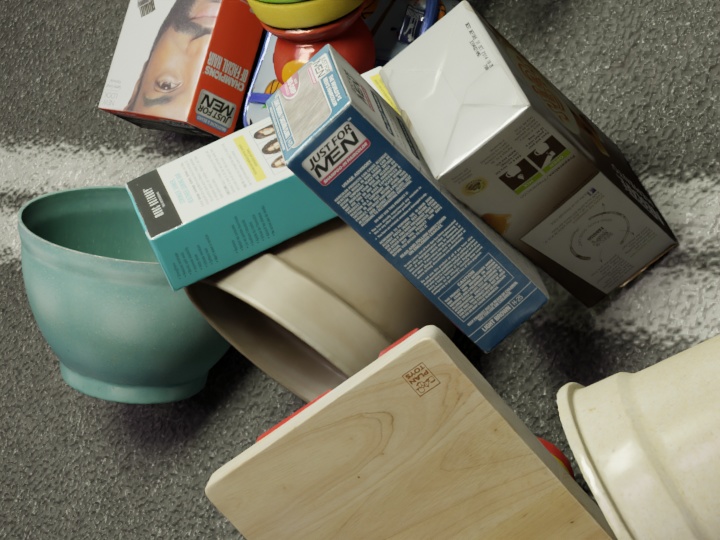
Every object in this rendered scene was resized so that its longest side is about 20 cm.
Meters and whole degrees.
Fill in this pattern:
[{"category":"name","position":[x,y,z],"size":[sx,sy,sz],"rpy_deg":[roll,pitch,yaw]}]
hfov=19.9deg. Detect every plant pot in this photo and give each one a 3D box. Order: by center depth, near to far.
[{"category":"plant pot","position":[0.243,0.103,1.181],"size":[0.183,0.200,0.201],"rpy_deg":[-35,49,13]},{"category":"plant pot","position":[0.000,0.000,1.475],"size":[0.199,0.200,0.174],"rpy_deg":[20,69,48]},{"category":"plant pot","position":[-0.176,0.025,1.637],"size":[0.200,0.199,0.135],"rpy_deg":[28,118,48]}]

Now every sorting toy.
[{"category":"sorting toy","position":[0.038,0.148,1.359],"size":[0.200,0.199,0.070],"rpy_deg":[-35,16,24]}]

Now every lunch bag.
[{"category":"lunch bag","position":[-0.001,-0.151,1.618],"size":[0.199,0.075,0.161],"rpy_deg":[13,82,48]}]

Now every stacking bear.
[{"category":"stacking bear","position":[-0.040,-0.213,1.500],"size":[0.121,0.201,0.114],"rpy_deg":[1,37,21]}]

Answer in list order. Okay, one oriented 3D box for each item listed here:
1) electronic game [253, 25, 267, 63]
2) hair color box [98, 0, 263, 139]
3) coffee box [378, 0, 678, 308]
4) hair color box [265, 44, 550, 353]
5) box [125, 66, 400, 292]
[{"category":"electronic game","position":[-0.132,-0.239,1.812],"size":[0.199,0.042,0.201],"rpy_deg":[-21,57,37]},{"category":"hair color box","position":[-0.139,-0.218,1.742],"size":[0.110,0.064,0.201],"rpy_deg":[11,84,39]},{"category":"coffee box","position":[0.113,-0.073,1.366],"size":[0.080,0.200,0.115],"rpy_deg":[-38,46,15]},{"category":"hair color box","position":[0.030,-0.045,1.332],"size":[0.060,0.200,0.100],"rpy_deg":[-41,27,11]},{"category":"box","position":[-0.055,-0.064,1.406],"size":[0.199,0.049,0.082],"rpy_deg":[-25,35,-5]}]
